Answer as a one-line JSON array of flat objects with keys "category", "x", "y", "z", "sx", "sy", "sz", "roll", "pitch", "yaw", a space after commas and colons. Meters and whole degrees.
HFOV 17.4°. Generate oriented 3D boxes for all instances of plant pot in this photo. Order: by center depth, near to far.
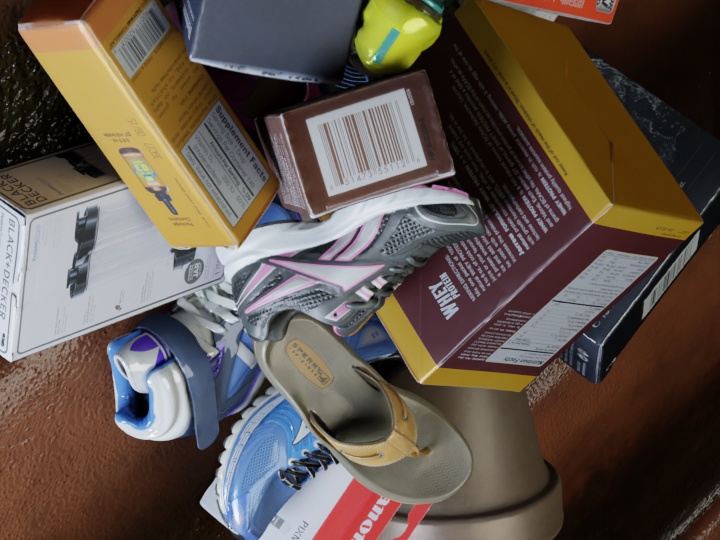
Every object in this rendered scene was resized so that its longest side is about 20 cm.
[{"category": "plant pot", "x": 0.071, "y": 0.132, "z": 1.969, "sx": 0.200, "sy": 0.199, "sz": 0.176, "roll": -17, "pitch": 111, "yaw": -45}]

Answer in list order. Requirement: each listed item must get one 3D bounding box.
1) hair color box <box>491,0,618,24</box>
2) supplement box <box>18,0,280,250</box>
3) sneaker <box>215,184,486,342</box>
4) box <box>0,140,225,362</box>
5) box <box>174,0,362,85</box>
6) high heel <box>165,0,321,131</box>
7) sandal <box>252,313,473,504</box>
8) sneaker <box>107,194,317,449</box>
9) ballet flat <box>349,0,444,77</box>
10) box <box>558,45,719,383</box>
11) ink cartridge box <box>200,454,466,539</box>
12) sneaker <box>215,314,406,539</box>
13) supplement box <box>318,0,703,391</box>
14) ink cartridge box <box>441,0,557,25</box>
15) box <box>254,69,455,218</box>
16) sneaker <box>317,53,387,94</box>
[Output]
[{"category": "hair color box", "x": 0.088, "y": -0.222, "z": 1.606, "sx": 0.199, "sy": 0.101, "sz": 0.062, "roll": 4, "pitch": 109, "yaw": -50}, {"category": "supplement box", "x": -0.135, "y": -0.104, "z": 1.525, "sx": 0.069, "sy": 0.066, "sz": 0.201, "roll": -54, "pitch": 128, "yaw": -33}, {"category": "sneaker", "x": 0.000, "y": 0.000, "z": 1.626, "sx": 0.080, "sy": 0.199, "sz": 0.087, "roll": 10, "pitch": 67, "yaw": -63}, {"category": "box", "x": -0.176, "y": -0.026, "z": 1.605, "sx": 0.199, "sy": 0.060, "sz": 0.117, "roll": -23, "pitch": 133, "yaw": -42}, {"category": "box", "x": -0.049, "y": -0.241, "z": 1.492, "sx": 0.104, "sy": 0.148, "sz": 0.201, "roll": 8, "pitch": 115, "yaw": -15}, {"category": "high heel", "x": -0.060, "y": -0.124, "z": 1.644, "sx": 0.068, "sy": 0.096, "sz": 0.200, "roll": -60, "pitch": 147, "yaw": 3}, {"category": "sandal", "x": 0.003, "y": 0.104, "z": 1.719, "sx": 0.200, "sy": 0.054, "sz": 0.080, "roll": 43, "pitch": 86, "yaw": -17}, {"category": "sneaker", "x": -0.114, "y": 0.038, "z": 1.715, "sx": 0.146, "sy": 0.080, "sz": 0.201, "roll": -14, "pitch": 134, "yaw": -54}, {"category": "ballet flat", "x": 0.017, "y": -0.161, "z": 1.549, "sx": 0.067, "sy": 0.067, "sz": 0.200, "roll": -60, "pitch": -175, "yaw": 8}, {"category": "box", "x": 0.171, "y": -0.053, "z": 1.892, "sx": 0.197, "sy": 0.199, "sz": 0.118, "roll": -51, "pitch": 166, "yaw": -11}, {"category": "ink cartridge box", "x": -0.025, "y": 0.160, "z": 1.828, "sx": 0.050, "sy": 0.200, "sz": 0.161, "roll": 37, "pitch": 86, "yaw": -33}, {"category": "sneaker", "x": -0.034, "y": 0.122, "z": 1.781, "sx": 0.201, "sy": 0.089, "sz": 0.079, "roll": -56, "pitch": 151, "yaw": -5}, {"category": "supplement box", "x": 0.097, "y": -0.051, "z": 1.699, "sx": 0.200, "sy": 0.198, "sz": 0.132, "roll": -44, "pitch": 152, "yaw": 25}, {"category": "ink cartridge box", "x": 0.076, "y": -0.241, "z": 1.739, "sx": 0.146, "sy": 0.084, "sz": 0.200, "roll": -54, "pitch": 147, "yaw": -7}, {"category": "box", "x": -0.008, "y": -0.084, "z": 1.546, "sx": 0.099, "sy": 0.200, "sz": 0.075, "roll": -17, "pitch": 97, "yaw": -5}, {"category": "sneaker", "x": 0.004, "y": -0.160, "z": 1.699, "sx": 0.070, "sy": 0.078, "sz": 0.200, "roll": -49, "pitch": 138, "yaw": -10}]
